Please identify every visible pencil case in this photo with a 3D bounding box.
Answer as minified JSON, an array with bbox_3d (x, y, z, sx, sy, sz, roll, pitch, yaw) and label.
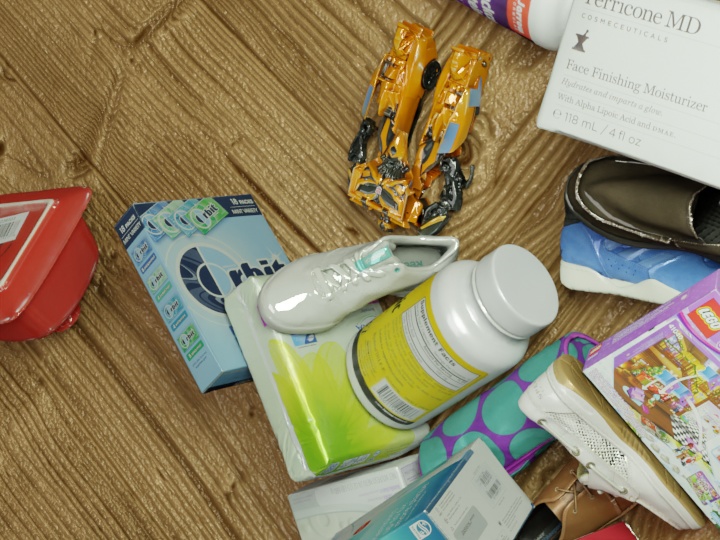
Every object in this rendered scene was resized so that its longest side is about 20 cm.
[{"bbox_3d":[0.148,0.142,1.278,0.200,0.085,0.093,-42,53,30],"label":"pencil case"}]

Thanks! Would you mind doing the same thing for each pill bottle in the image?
[{"bbox_3d":[0.086,0.059,1.287,0.200,0.111,0.112,-37,71,39],"label":"pill bottle"},{"bbox_3d":[0.158,-0.264,1.235,0.200,0.111,0.112,35,111,30],"label":"pill bottle"}]

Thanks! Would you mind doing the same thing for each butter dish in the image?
[{"bbox_3d":[-0.385,0.015,1.627,0.199,0.148,0.200,-3,50,37],"label":"butter dish"}]

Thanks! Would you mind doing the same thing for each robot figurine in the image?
[{"bbox_3d":[0.049,-0.132,1.351,0.145,0.058,0.201,28,107,33],"label":"robot figurine"}]

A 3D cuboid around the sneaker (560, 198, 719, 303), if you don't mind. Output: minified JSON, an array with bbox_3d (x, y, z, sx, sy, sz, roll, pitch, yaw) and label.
[{"bbox_3d":[0.259,-0.035,1.183,0.199,0.076,0.112,9,108,42],"label":"sneaker"}]

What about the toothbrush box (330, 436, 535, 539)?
[{"bbox_3d":[0.039,0.255,1.234,0.200,0.146,0.085,-40,90,31],"label":"toothbrush box"}]

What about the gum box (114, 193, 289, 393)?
[{"bbox_3d":[-0.135,0.017,1.421,0.045,0.169,0.201,-45,67,35],"label":"gum box"}]

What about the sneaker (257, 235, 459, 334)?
[{"bbox_3d":[0.000,0.000,1.303,0.089,0.199,0.076,128,123,-67],"label":"sneaker"}]

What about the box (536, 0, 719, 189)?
[{"bbox_3d":[0.280,-0.144,1.099,0.198,0.199,0.132,24,106,32],"label":"box"}]

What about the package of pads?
[{"bbox_3d":[-0.029,0.097,1.361,0.068,0.154,0.201,-36,70,42],"label":"package of pads"}]

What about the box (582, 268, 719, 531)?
[{"bbox_3d":[0.299,0.114,1.142,0.137,0.039,0.200,-36,101,31],"label":"box"}]

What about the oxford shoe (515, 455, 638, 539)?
[{"bbox_3d":[0.205,0.198,1.248,0.071,0.071,0.201,45,112,28],"label":"oxford shoe"}]

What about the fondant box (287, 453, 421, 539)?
[{"bbox_3d":[0.026,0.296,1.376,0.144,0.058,0.201,-20,88,34],"label":"fondant box"}]

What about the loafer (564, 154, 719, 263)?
[{"bbox_3d":[0.260,-0.053,1.109,0.199,0.071,0.073,16,77,18],"label":"loafer"}]

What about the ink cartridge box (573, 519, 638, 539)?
[{"bbox_3d":[0.179,0.287,1.191,0.176,0.199,0.084,-49,65,27],"label":"ink cartridge box"}]

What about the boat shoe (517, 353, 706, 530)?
[{"bbox_3d":[0.214,0.157,1.187,0.069,0.071,0.200,-40,104,24],"label":"boat shoe"}]
